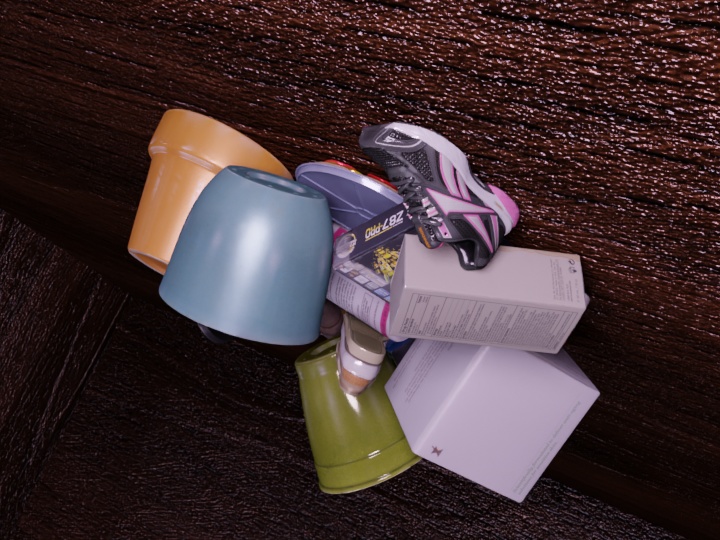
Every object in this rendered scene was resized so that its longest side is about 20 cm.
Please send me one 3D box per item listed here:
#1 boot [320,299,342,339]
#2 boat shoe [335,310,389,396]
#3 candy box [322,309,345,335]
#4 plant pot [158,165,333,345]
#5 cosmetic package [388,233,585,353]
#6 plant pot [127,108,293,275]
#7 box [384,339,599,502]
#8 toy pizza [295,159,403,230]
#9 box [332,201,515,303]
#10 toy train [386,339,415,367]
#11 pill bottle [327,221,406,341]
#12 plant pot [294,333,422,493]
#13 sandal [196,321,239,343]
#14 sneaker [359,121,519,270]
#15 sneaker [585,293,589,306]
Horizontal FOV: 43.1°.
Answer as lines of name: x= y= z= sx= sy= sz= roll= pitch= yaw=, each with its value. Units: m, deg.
boot: x=-0.095 y=0.021 z=1.462 sx=0.201 sy=0.069 sz=0.147 roll=56 pitch=171 yaw=31
boat shoe: x=-0.003 y=0.107 z=1.219 sx=0.074 sy=0.069 sz=0.200 roll=25 pitch=-169 yaw=1
candy box: x=-0.010 y=0.069 z=1.552 sx=0.197 sy=0.117 sz=0.055 roll=25 pitch=167 yaw=6
plant pot: x=-0.120 y=-0.028 z=1.068 sx=0.197 sy=0.164 sz=0.201 roll=17 pitch=-169 yaw=-3
cosmetic package: x=0.135 y=0.028 z=0.999 sx=0.196 sy=0.074 sz=0.104 roll=8 pitch=145 yaw=-6
plant pot: x=-0.214 y=-0.080 z=1.212 sx=0.197 sy=0.186 sz=0.200 roll=25 pitch=168 yaw=6
box: x=0.176 y=0.165 z=1.259 sx=0.198 sy=0.201 sz=0.172 roll=28 pitch=-166 yaw=-22
toy pizza: x=0.012 y=-0.082 z=1.108 sx=0.197 sy=0.032 sz=0.201 roll=26 pitch=166 yaw=7
box: x=0.090 y=-0.005 z=1.065 sx=0.160 sy=0.050 sz=0.199 roll=-23 pitch=138 yaw=38
toy train: x=0.038 y=0.079 z=1.434 sx=0.114 sy=0.086 sz=0.202 roll=17 pitch=137 yaw=57
pill bottle: x=0.000 y=0.000 z=1.237 sx=0.198 sy=0.114 sz=0.113 roll=30 pitch=170 yaw=25
plant pot: x=-0.008 y=0.200 z=1.381 sx=0.200 sy=0.198 sz=0.196 roll=-6 pitch=108 yaw=67
sandal: x=-0.154 y=0.054 z=1.191 sx=0.045 sy=0.076 sz=0.199 roll=-25 pitch=165 yaw=20
sneaker: x=0.076 y=-0.069 z=0.905 sx=0.198 sy=0.087 sz=0.080 roll=33 pitch=164 yaw=-24
sneaker: x=0.193 y=0.049 z=1.144 sx=0.072 sy=0.086 sz=0.199 roll=31 pitch=171 yaw=-27
